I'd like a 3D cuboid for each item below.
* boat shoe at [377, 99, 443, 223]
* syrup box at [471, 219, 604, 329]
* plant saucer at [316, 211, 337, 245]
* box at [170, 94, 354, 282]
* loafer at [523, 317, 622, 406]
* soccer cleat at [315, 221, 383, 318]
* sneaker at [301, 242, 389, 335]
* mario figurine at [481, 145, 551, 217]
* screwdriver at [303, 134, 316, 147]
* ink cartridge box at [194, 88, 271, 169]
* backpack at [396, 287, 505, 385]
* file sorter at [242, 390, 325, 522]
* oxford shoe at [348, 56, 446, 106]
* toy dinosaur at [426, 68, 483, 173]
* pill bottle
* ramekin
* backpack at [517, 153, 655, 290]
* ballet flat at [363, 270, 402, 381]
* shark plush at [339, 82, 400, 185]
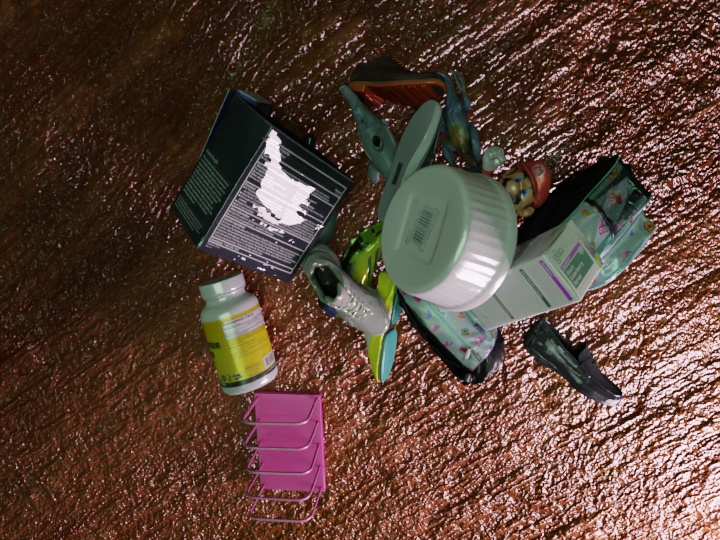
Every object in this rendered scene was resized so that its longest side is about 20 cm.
[{"bbox_3d":[0.088,-0.165,0.878,0.055,0.069,0.205,16,104,-30],"label":"boat shoe"},{"bbox_3d":[0.237,0.013,0.788,0.082,0.199,0.079,49,61,-4],"label":"syrup box"},{"bbox_3d":[-0.136,-0.100,0.983,0.192,0.036,0.207,-2,106,-6],"label":"plant saucer"},{"bbox_3d":[-0.147,-0.118,0.851,0.201,0.198,0.123,-53,52,10],"label":"box"},{"bbox_3d":[0.380,0.161,0.965,0.198,0.068,0.071,36,113,4],"label":"loafer"},{"bbox_3d":[0.000,0.000,1.004,0.083,0.065,0.202,33,101,-28],"label":"soccer cleat"},{"bbox_3d":[-0.028,0.048,0.927,0.199,0.100,0.078,42,102,-12],"label":"sneaker"},{"bbox_3d":[0.200,-0.106,0.852,0.197,0.107,0.124,-31,116,21],"label":"mario figurine"},{"bbox_3d":[-0.133,-0.153,1.000,0.029,0.028,0.203,25,101,-27],"label":"screwdriver"},{"bbox_3d":[-0.216,-0.196,0.917,0.046,0.201,0.202,26,104,-8],"label":"ink cartridge box"},{"bbox_3d":[0.151,0.073,0.933,0.126,0.167,0.201,-42,101,3],"label":"backpack"},{"bbox_3d":[-0.147,0.354,1.051,0.134,0.126,0.208,0,101,8],"label":"file sorter"},{"bbox_3d":[0.056,-0.312,0.887,0.196,0.070,0.075,15,85,38],"label":"oxford shoe"},{"bbox_3d":[0.151,-0.243,0.933,0.102,0.199,0.188,-14,64,23],"label":"toy dinosaur"},{"bbox_3d":[-0.231,0.114,1.024,0.109,0.113,0.207,-14,98,10],"label":"pill bottle"},{"bbox_3d":[0.117,-0.050,0.787,0.096,0.200,0.206,12,107,-37],"label":"ramekin"},{"bbox_3d":[0.335,-0.054,0.858,0.198,0.176,0.155,-37,92,-11],"label":"backpack"},{"bbox_3d":[0.039,0.098,1.014,0.065,0.066,0.207,16,101,26],"label":"ballet flat"},{"bbox_3d":[0.034,-0.222,0.914,0.088,0.084,0.205,-19,116,7],"label":"shark plush"}]
